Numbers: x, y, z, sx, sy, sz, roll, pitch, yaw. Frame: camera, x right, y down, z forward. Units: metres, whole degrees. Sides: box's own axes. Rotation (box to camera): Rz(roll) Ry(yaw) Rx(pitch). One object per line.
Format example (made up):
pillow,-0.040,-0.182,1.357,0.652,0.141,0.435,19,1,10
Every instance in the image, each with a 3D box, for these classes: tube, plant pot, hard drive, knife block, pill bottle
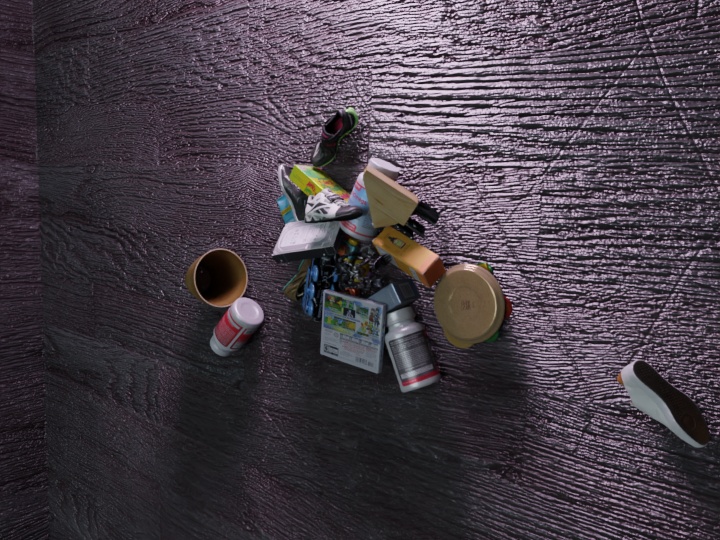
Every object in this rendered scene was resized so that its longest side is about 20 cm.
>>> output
tube,-0.199,-0.143,1.807,0.077,0.050,0.202,-28,72,28
plant pot,-0.504,0.027,1.993,0.199,0.185,0.189,-3,93,52
hard drive,-0.141,-0.091,1.684,0.198,0.140,0.038,-6,133,24
knife block,0.107,-0.173,1.487,0.174,0.064,0.202,-11,110,8
pill bottle,-0.410,0.190,1.959,0.200,0.112,0.113,-47,67,31
pill bottle,0.027,-0.188,1.579,0.108,0.108,0.201,36,115,30
pill bottle,0.126,0.201,1.539,0.110,0.110,0.202,-25,80,37

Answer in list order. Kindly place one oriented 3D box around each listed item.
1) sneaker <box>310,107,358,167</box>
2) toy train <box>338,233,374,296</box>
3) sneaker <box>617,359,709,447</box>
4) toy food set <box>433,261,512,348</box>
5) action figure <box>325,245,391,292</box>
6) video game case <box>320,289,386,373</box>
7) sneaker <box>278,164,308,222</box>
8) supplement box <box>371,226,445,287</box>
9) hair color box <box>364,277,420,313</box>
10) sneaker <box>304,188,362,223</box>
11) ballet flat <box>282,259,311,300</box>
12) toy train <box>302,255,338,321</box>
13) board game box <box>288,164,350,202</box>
sneaker,-0.089,-0.375,1.668,0.077,0.083,0.200,52,122,23
toy train,-0.044,-0.001,1.688,0.150,0.055,0.202,-28,78,36
sneaker,0.606,0.272,1.208,0.200,0.072,0.085,51,152,16
toy food set,0.268,0.083,1.455,0.197,0.048,0.202,-24,79,37
action figure,0.000,0.000,1.574,0.199,0.101,0.120,5,104,49
video game case,-0.022,0.158,1.583,0.199,0.022,0.184,13,105,35
sneaker,-0.170,-0.234,1.758,0.099,0.070,0.202,-26,85,36
supplement box,0.120,-0.038,1.517,0.067,0.069,0.200,-44,50,-10
hair color box,0.052,0.096,1.593,0.199,0.099,0.061,-35,76,35
sneaker,-0.076,-0.170,1.552,0.199,0.074,0.090,2,92,43
ballet flat,-0.161,0.018,1.783,0.072,0.068,0.200,40,119,5
toy train,-0.116,0.042,1.701,0.114,0.086,0.202,-124,40,-60
board game box,-0.099,-0.221,1.680,0.200,0.101,0.048,43,117,27
